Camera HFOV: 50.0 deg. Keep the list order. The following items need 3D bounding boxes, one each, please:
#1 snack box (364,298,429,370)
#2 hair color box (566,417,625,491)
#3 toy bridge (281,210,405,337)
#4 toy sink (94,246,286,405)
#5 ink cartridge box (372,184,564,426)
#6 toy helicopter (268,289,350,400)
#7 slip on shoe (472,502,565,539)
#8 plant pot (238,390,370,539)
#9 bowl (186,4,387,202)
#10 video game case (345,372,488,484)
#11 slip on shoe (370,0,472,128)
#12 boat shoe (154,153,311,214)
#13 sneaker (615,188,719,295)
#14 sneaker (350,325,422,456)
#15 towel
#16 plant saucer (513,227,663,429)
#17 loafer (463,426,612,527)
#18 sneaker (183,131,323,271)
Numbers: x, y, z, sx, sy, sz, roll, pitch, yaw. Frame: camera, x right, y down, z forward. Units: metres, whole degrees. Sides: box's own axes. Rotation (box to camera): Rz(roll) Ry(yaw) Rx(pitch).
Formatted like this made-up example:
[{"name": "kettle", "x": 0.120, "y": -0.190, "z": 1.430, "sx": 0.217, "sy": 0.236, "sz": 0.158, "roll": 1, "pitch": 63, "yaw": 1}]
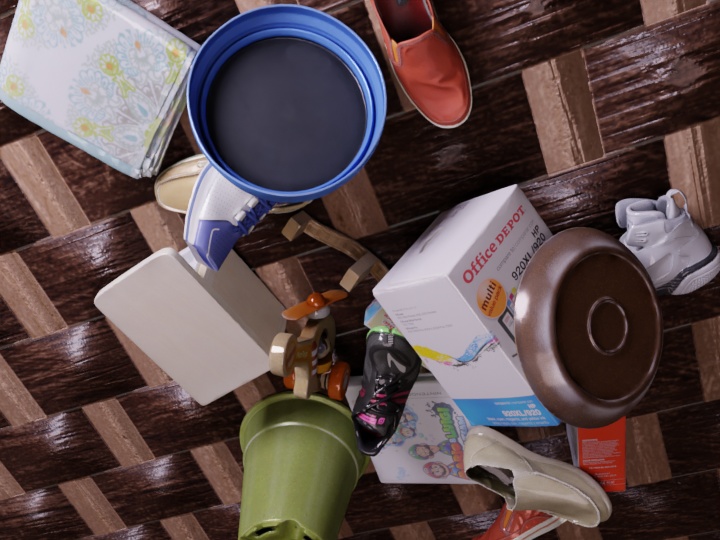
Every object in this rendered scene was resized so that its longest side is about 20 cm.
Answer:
[{"name": "snack box", "x": 0.114, "y": 0.076, "z": 0.970, "sx": 0.198, "sy": 0.037, "sz": 0.116, "roll": 36, "pitch": 120, "yaw": -15}, {"name": "hair color box", "x": 0.290, "y": 0.163, "z": 0.962, "sx": 0.062, "sy": 0.112, "sz": 0.204, "roll": -7, "pitch": 122, "yaw": 10}, {"name": "toy bridge", "x": 0.000, "y": 0.000, "z": 0.912, "sx": 0.199, "sy": 0.067, "sz": 0.027, "roll": 40, "pitch": 120, "yaw": 6}, {"name": "toy sink", "x": -0.200, "y": 0.042, "z": 0.942, "sx": 0.129, "sy": 0.113, "sz": 0.201, "roll": -29, "pitch": 120, "yaw": 22}, {"name": "ink cartridge box", "x": 0.144, "y": 0.042, "z": 0.834, "sx": 0.201, "sy": 0.148, "sz": 0.144, "roll": 51, "pitch": 151, "yaw": -14}, {"name": "toy helicopter", "x": -0.062, "y": 0.086, "z": 0.916, "sx": 0.077, "sy": 0.200, "sz": 0.136, "roll": 11, "pitch": 89, "yaw": 14}, {"name": "slip on shoe", "x": 0.227, "y": 0.359, "z": 1.117, "sx": 0.200, "sy": 0.073, "sz": 0.062, "roll": -45, "pitch": 73, "yaw": 35}, {"name": "plant pot", "x": -0.089, "y": 0.306, "z": 1.047, "sx": 0.194, "sy": 0.192, "sz": 0.205, "roll": 3, "pitch": 124, "yaw": 5}, {"name": "bowl", "x": -0.072, "y": -0.163, "z": 0.768, "sx": 0.195, "sy": 0.206, "sz": 0.039, "roll": 14, "pitch": 164, "yaw": -3}, {"name": "video game case", "x": 0.086, "y": 0.218, "z": 1.046, "sx": 0.177, "sy": 0.024, "sz": 0.203, "roll": -5, "pitch": 126, "yaw": 21}, {"name": "slip on shoe", "x": 0.057, "y": -0.229, "z": 0.774, "sx": 0.072, "sy": 0.062, "sz": 0.203, "roll": -20, "pitch": 119, "yaw": 16}, {"name": "boat shoe", "x": -0.147, "y": -0.090, "z": 0.873, "sx": 0.194, "sy": 0.077, "sz": 0.073, "roll": -6, "pitch": 122, "yaw": 11}, {"name": "sneaker", "x": 0.298, "y": -0.008, "z": 0.879, "sx": 0.197, "sy": 0.076, "sz": 0.116, "roll": -29, "pitch": 113, "yaw": 17}, {"name": "sneaker", "x": 0.030, "y": 0.151, "z": 0.940, "sx": 0.075, "sy": 0.085, "sz": 0.204, "roll": 11, "pitch": 129, "yaw": 8}, {"name": "towel", "x": -0.281, "y": -0.213, "z": 0.832, "sx": 0.197, "sy": 0.049, "sz": 0.173, "roll": 29, "pitch": 118, "yaw": -11}, {"name": "plant saucer", "x": 0.242, "y": 0.057, "z": 0.782, "sx": 0.199, "sy": 0.202, "sz": 0.032, "roll": 41, "pitch": 158, "yaw": -19}, {"name": "loafer", "x": 0.212, "y": 0.270, "z": 0.962, "sx": 0.196, "sy": 0.068, "sz": 0.077, "roll": 22, "pitch": 136, "yaw": 20}, {"name": "sneaker", "x": -0.097, "y": -0.091, "z": 0.800, "sx": 0.113, "sy": 0.204, "sz": 0.081, "roll": 21, "pitch": 166, "yaw": 7}]
